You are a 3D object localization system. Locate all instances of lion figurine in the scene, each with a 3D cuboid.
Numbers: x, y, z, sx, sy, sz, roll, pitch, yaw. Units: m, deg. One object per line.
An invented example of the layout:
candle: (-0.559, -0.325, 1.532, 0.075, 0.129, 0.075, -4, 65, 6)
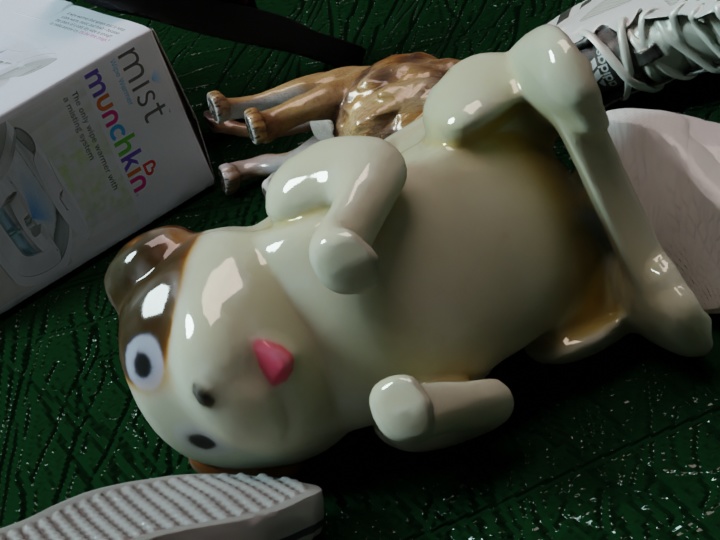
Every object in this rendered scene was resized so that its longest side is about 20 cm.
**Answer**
lion figurine: (0.000, -0.071, 1.265, 0.122, 0.073, 0.200, -19, 19, -12)

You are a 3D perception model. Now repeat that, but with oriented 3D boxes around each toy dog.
toy dog: (0.000, 0.000, 1.040, 0.200, 0.140, 0.194, -28, 23, -9)

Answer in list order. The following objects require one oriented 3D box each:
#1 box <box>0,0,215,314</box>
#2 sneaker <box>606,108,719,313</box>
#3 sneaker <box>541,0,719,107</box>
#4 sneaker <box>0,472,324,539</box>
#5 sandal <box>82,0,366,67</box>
box: (-0.205, -0.059, 1.372, 0.176, 0.097, 0.200, -33, 26, -24)
sneaker: (0.170, -0.023, 1.045, 0.088, 0.075, 0.200, -21, 27, -30)
sneaker: (0.150, -0.096, 1.209, 0.115, 0.076, 0.201, -33, 17, -4)
sneaker: (-0.085, 0.122, 0.943, 0.078, 0.079, 0.200, 5, 11, 35)
sandal: (-0.087, -0.146, 1.377, 0.200, 0.045, 0.075, 12, 7, -27)
